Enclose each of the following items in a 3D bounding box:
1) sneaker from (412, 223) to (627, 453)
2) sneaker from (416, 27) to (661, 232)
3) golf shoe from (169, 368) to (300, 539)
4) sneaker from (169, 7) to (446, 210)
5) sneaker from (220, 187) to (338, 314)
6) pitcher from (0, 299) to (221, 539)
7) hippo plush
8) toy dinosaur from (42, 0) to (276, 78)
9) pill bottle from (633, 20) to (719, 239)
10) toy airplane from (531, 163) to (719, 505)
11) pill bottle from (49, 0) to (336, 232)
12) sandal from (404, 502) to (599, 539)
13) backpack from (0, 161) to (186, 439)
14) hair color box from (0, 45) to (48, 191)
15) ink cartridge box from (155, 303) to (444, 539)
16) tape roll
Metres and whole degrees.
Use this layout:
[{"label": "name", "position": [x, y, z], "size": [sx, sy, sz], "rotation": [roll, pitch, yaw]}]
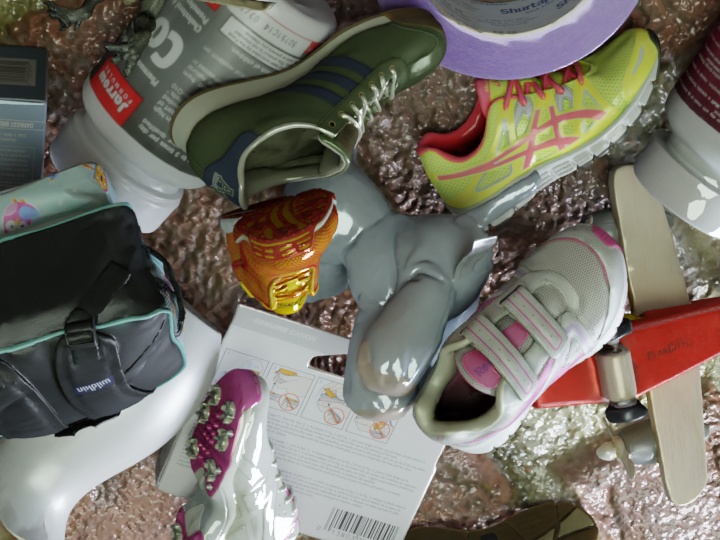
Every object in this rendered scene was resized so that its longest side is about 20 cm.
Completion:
[{"label": "sneaker", "position": [0.108, 0.054, 1.584], "size": [0.081, 0.088, 0.200], "rotation": [41, 110, 15]}, {"label": "sneaker", "position": [0.125, -0.113, 1.640], "size": [0.200, 0.078, 0.090], "rotation": [-39, 111, 14]}, {"label": "golf shoe", "position": [-0.085, 0.159, 1.721], "size": [0.091, 0.075, 0.201], "rotation": [1, 122, -23]}, {"label": "sneaker", "position": [-0.019, -0.099, 1.525], "size": [0.200, 0.090, 0.067], "rotation": [-23, 141, -13]}, {"label": "sneaker", "position": [-0.046, -0.010, 1.511], "size": [0.073, 0.200, 0.077], "rotation": [-18, 93, -6]}, {"label": "pitcher", "position": [-0.211, 0.085, 1.689], "size": [0.200, 0.171, 0.121], "rotation": [-50, 148, 0]}, {"label": "hippo plush", "position": [0.000, 0.000, 1.629], "size": [0.161, 0.159, 0.200], "rotation": [32, 140, 10]}, {"label": "toy dinosaur", "position": [-0.149, -0.178, 1.511], "size": [0.088, 0.200, 0.048], "rotation": [-45, 133, -17]}, {"label": "pill bottle", "position": [0.285, -0.127, 1.629], "size": [0.109, 0.110, 0.200], "rotation": [28, 111, -18]}, {"label": "toy airplane", "position": [0.214, 0.048, 1.712], "size": [0.199, 0.141, 0.200], "rotation": [34, 73, -30]}, {"label": "pill bottle", "position": [-0.119, -0.130, 1.588], "size": [0.114, 0.114, 0.200], "rotation": [35, 108, -20]}, {"label": "sandal", "position": [0.093, 0.239, 1.823], "size": [0.199, 0.080, 0.054], "rotation": [-14, 139, -3]}, {"label": "backpack", "position": [-0.206, 0.028, 1.520], "size": [0.175, 0.154, 0.200], "rotation": [-21, 156, -1]}, {"label": "hair color box", "position": [-0.255, -0.048, 1.624], "size": [0.060, 0.099, 0.201], "rotation": [3, 116, -8]}, {"label": "ink cartridge box", "position": [-0.034, 0.116, 1.758], "size": [0.199, 0.045, 0.177], "rotation": [18, 114, -14]}, {"label": "tape roll", "position": [0.100, -0.235, 1.583], "size": [0.199, 0.066, 0.201], "rotation": [-2, 116, -4]}]
